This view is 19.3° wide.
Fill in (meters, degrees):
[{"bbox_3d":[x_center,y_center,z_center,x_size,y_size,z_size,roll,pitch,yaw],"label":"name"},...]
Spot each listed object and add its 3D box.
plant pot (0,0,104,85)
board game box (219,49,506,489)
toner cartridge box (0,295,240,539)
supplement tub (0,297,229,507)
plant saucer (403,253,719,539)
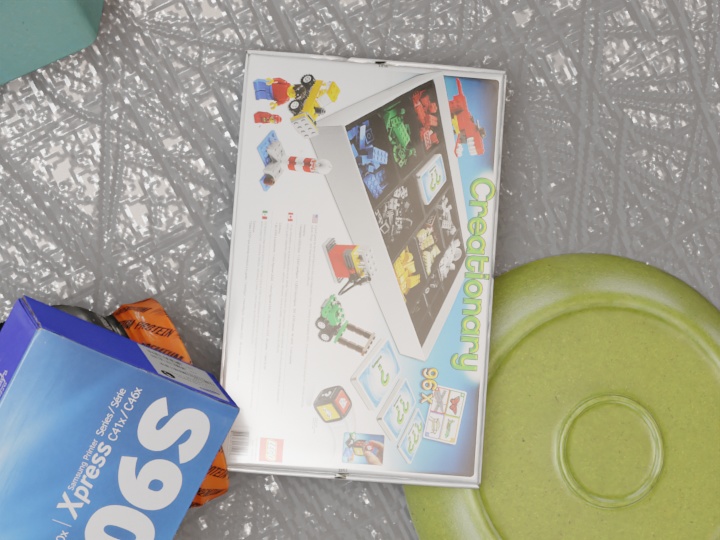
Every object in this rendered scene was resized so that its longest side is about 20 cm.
[{"bbox_3d":[-0.199,-0.174,0.894,0.141,0.141,0.200,-20,132,22],"label":"plant pot"},{"bbox_3d":[0.000,0.000,1.006,0.126,0.035,0.200,5,83,-3],"label":"board game box"},{"bbox_3d":[-0.138,0.120,0.862,0.095,0.043,0.200,24,97,-25],"label":"toner cartridge box"},{"bbox_3d":[-0.167,0.091,0.933,0.200,0.123,0.123,-21,93,-14],"label":"supplement tub"},{"bbox_3d":[0.119,0.090,1.047,0.200,0.031,0.200,1,85,-13],"label":"plant saucer"}]
